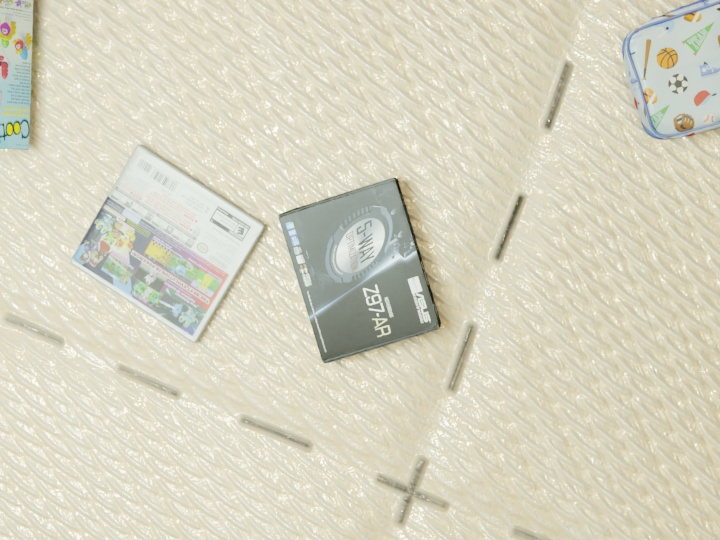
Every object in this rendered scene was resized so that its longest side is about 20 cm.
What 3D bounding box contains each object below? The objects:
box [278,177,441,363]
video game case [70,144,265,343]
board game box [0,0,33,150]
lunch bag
[{"bbox_3d":[0.000,0.000,1.656,0.159,0.044,0.202,-16,92,8],"label":"box"},{"bbox_3d":[-0.251,-0.035,1.693,0.199,0.023,0.183,32,97,2],"label":"video game case"},{"bbox_3d":[-0.489,-0.258,1.647,0.102,0.105,0.202,6,95,29],"label":"board game box"},{"bbox_3d":[0.424,-0.254,1.575,0.198,0.076,0.162,-17,90,8],"label":"lunch bag"}]
